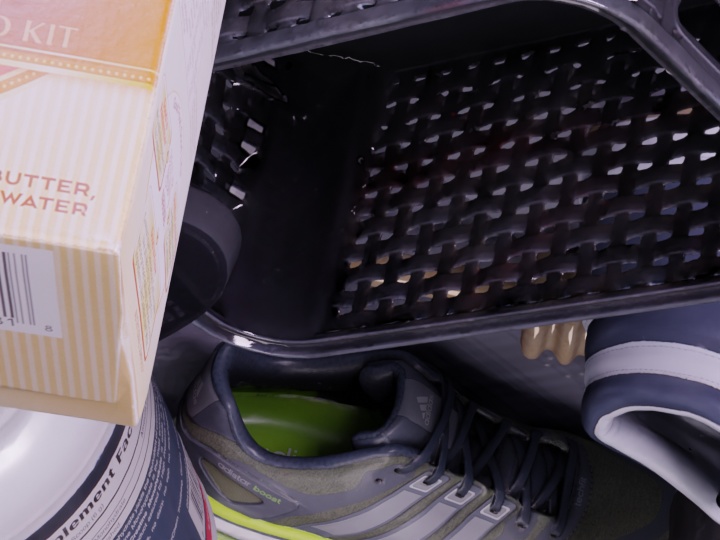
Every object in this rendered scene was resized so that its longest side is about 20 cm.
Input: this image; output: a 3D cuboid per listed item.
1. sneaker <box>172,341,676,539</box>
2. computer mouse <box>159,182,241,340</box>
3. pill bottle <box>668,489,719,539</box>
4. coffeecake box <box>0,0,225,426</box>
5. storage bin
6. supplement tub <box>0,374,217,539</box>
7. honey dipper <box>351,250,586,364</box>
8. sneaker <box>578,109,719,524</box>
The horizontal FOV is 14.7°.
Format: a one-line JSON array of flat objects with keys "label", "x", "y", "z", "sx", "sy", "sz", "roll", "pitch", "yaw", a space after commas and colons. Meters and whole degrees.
[{"label": "sneaker", "x": 0.028, "y": 0.071, "z": 0.956, "sx": 0.199, "sy": 0.074, "sz": 0.081, "roll": 8, "pitch": 148, "yaw": -2}, {"label": "computer mouse", "x": -0.136, "y": 0.002, "z": 0.646, "sx": 0.199, "sy": 0.046, "sz": 0.140, "roll": -26, "pitch": 150, "yaw": 13}, {"label": "pill bottle", "x": 0.149, "y": 0.112, "z": 0.851, "sx": 0.116, "sy": 0.201, "sz": 0.116, "roll": 7, "pitch": 152, "yaw": 4}, {"label": "coffeecake box", "x": -0.102, "y": -0.082, "z": 0.558, "sx": 0.153, "sy": 0.201, "sz": 0.073, "roll": 8, "pitch": 151, "yaw": 2}, {"label": "storage bin", "x": 0.016, "y": -0.056, "z": 0.677, "sx": 0.200, "sy": 0.094, "sz": 0.135, "roll": -10, "pitch": 147, "yaw": 38}, {"label": "supplement tub", "x": -0.129, "y": 0.057, "z": 0.861, "sx": 0.140, "sy": 0.141, "sz": 0.200, "roll": 2, "pitch": 147, "yaw": 13}, {"label": "honey dipper", "x": 0.000, "y": 0.000, "z": 0.864, "sx": 0.199, "sy": 0.038, "sz": 0.038, "roll": 10, "pitch": 153, "yaw": 3}, {"label": "sneaker", "x": 0.156, "y": 0.020, "z": 0.771, "sx": 0.199, "sy": 0.109, "sz": 0.070, "roll": 6, "pitch": 153, "yaw": 7}]
